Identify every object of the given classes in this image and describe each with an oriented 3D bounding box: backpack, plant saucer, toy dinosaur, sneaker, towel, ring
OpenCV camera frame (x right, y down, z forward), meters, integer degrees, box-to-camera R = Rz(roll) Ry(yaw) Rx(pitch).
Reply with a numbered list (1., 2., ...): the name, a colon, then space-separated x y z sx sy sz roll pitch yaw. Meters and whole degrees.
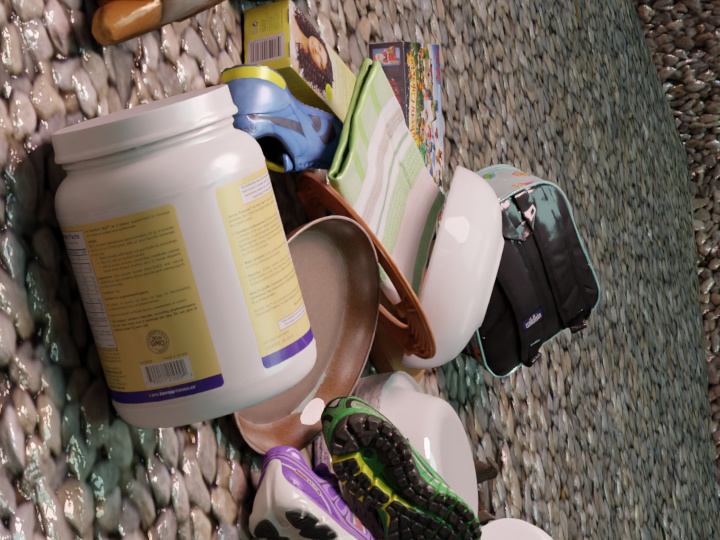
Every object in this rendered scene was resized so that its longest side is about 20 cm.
1. backpack: 0.152 -0.014 1.827 0.153 0.175 0.201 40 -23 48
2. plant saucer: 0.036 0.019 1.717 0.200 0.032 0.202 -11 90 -70
3. toy dinosaur: 0.094 0.225 1.648 0.200 0.077 0.103 83 -13 -56
4. sneaker: -0.066 -0.110 1.457 0.200 0.066 0.079 31 53 -62
5. sneaker: 0.036 0.178 1.390 0.201 0.078 0.085 58 1 -28
6. plant saucer: -0.051 0.050 1.341 0.200 0.032 0.201 -34 133 -48
7. sneaker: -0.022 0.207 1.363 0.200 0.080 0.084 57 26 -47
8. towel: 0.028 -0.074 1.524 0.200 0.030 0.150 62 33 -49
9. ring: 0.000 0.000 1.482 0.201 0.019 0.201 52 -11 14

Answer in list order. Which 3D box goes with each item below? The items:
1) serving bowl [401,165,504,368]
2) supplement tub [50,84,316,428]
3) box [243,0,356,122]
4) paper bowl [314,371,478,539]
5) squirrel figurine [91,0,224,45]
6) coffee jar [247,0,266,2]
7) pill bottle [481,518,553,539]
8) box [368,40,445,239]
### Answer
1. serving bowl: 0.096 0.004 1.608 0.200 0.065 0.201 15 90 -87
2. supplement tub: -0.120 -0.011 1.114 0.145 0.144 0.201 -40 117 -69
3. box: -0.046 -0.173 1.567 0.200 0.050 0.076 42 41 -61
4. paper bowl: 0.041 0.192 1.520 0.201 0.104 0.202 -12 90 -72
5. squirrel figurine: -0.156 -0.282 1.243 0.200 0.141 0.188 -70 135 -81
6. coffee jar: -0.050 -0.299 1.547 0.200 0.104 0.086 -33 108 -70
7. pill bottle: 0.143 0.309 1.600 0.200 0.108 0.110 81 7 -60
8. box: 0.050 -0.128 1.683 0.137 0.037 0.202 -20 108 -72
